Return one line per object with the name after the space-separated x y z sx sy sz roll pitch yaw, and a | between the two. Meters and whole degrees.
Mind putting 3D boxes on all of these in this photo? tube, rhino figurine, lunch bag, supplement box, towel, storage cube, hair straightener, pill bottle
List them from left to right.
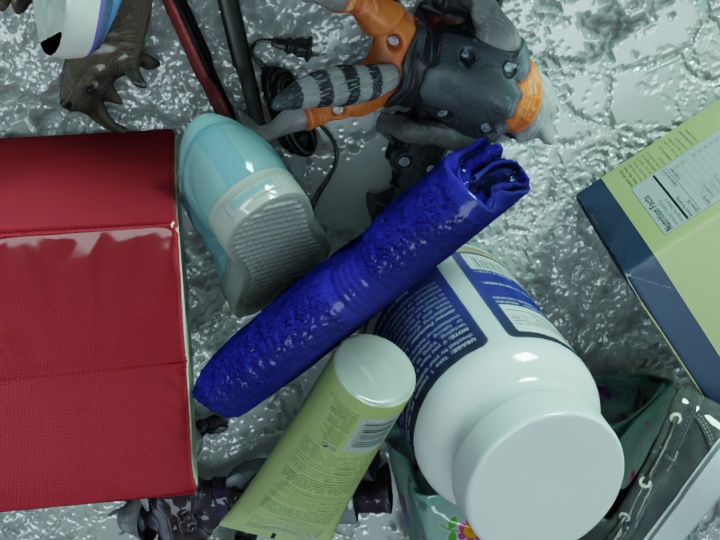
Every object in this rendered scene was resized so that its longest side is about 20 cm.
-0.191 0.026 0.754 0.178 0.200 0.172 -4 113 -8 | storage cube
-0.167 -0.171 0.743 0.087 0.060 0.201 -12 115 4 | rhino figurine
-0.059 -0.114 0.783 0.076 0.041 0.201 -18 113 5 | hair straightener
-0.026 0.116 0.787 0.058 0.052 0.200 45 137 18 | tube
0.000 0.000 0.728 0.200 0.148 0.050 -39 86 19 | towel
0.075 0.073 0.774 0.115 0.200 0.116 -7 118 -13 | pill bottle
0.135 0.172 0.875 0.199 0.122 0.171 -16 111 -9 | lunch bag
0.278 -0.005 0.796 0.199 0.134 0.200 -33 111 11 | supplement box

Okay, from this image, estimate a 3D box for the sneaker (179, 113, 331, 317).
-0.067 -0.036 0.762 0.074 0.200 0.082 -29 74 -13 | sneaker

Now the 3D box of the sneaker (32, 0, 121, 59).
-0.090 -0.201 0.691 0.146 0.080 0.202 9 86 -31 | sneaker

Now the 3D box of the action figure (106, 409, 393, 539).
-0.080 0.156 0.885 0.199 0.070 0.131 -11 120 6 | action figure

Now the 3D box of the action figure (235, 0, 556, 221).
0.027 -0.092 0.758 0.192 0.105 0.201 3 118 -18 | action figure

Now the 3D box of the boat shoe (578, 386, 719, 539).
0.158 0.153 0.775 0.066 0.070 0.201 38 118 12 | boat shoe
